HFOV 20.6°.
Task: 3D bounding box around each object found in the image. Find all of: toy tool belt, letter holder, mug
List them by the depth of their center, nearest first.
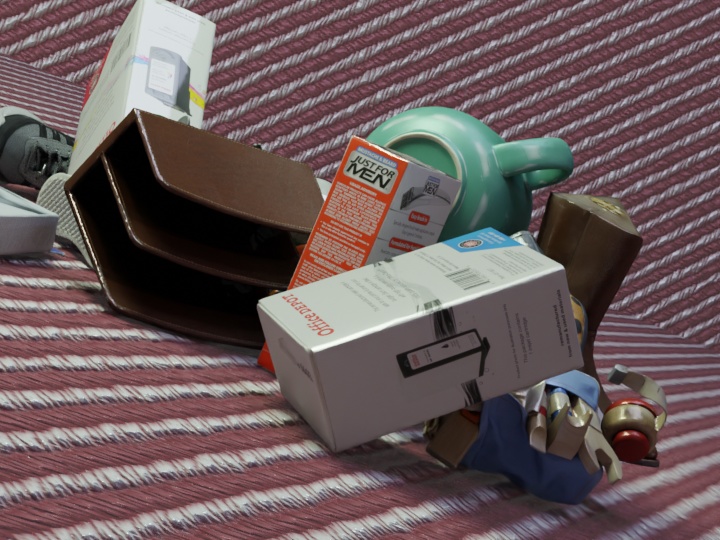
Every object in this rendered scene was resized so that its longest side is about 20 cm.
[{"bbox_3d":[0.145,0.135,1.557,0.199,0.125,0.123,20,41,-12],"label":"toy tool belt"},{"bbox_3d":[-0.118,-0.025,1.599,0.199,0.101,0.143,16,41,-45],"label":"letter holder"},{"bbox_3d":[0.074,-0.077,1.720,0.152,0.185,0.114,41,6,22],"label":"mug"}]

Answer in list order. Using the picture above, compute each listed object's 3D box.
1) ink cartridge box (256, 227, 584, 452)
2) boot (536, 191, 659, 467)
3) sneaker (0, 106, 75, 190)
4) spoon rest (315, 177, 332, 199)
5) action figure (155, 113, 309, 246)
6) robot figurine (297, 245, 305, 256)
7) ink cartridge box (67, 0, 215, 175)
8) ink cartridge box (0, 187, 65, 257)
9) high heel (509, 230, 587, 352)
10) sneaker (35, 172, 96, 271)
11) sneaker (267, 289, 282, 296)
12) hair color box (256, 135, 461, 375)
[{"bbox_3d":[0.041,0.047,1.455,0.199,0.085,0.146,-18,18,-13],"label":"ink cartridge box"},{"bbox_3d":[0.206,0.045,1.670,0.186,0.201,0.064,27,7,24],"label":"boot"},{"bbox_3d":[-0.293,-0.101,1.940,0.113,0.076,0.200,24,2,21],"label":"sneaker"},{"bbox_3d":[-0.008,0.007,1.775,0.201,0.060,0.099,62,12,3],"label":"spoon rest"},{"bbox_3d":[-0.095,-0.071,1.775,0.200,0.055,0.119,29,29,-45],"label":"action figure"},{"bbox_3d":[-0.031,0.004,1.893,0.199,0.117,0.144,27,50,26],"label":"robot figurine"},{"bbox_3d":[-0.210,-0.140,1.872,0.085,0.148,0.201,22,44,-20],"label":"ink cartridge box"},{"bbox_3d":[-0.347,-0.069,1.595,0.199,0.041,0.200,26,6,10],"label":"ink cartridge box"},{"bbox_3d":[0.090,0.067,1.639,0.071,0.200,0.143,47,11,-43],"label":"high heel"},{"bbox_3d":[-0.206,-0.036,1.729,0.082,0.074,0.200,17,11,-39],"label":"sneaker"},{"bbox_3d":[-0.081,0.028,1.731,0.199,0.079,0.077,24,20,25],"label":"sneaker"},{"bbox_3d":[0.000,0.000,1.615,0.064,0.201,0.111,27,6,26],"label":"hair color box"}]
